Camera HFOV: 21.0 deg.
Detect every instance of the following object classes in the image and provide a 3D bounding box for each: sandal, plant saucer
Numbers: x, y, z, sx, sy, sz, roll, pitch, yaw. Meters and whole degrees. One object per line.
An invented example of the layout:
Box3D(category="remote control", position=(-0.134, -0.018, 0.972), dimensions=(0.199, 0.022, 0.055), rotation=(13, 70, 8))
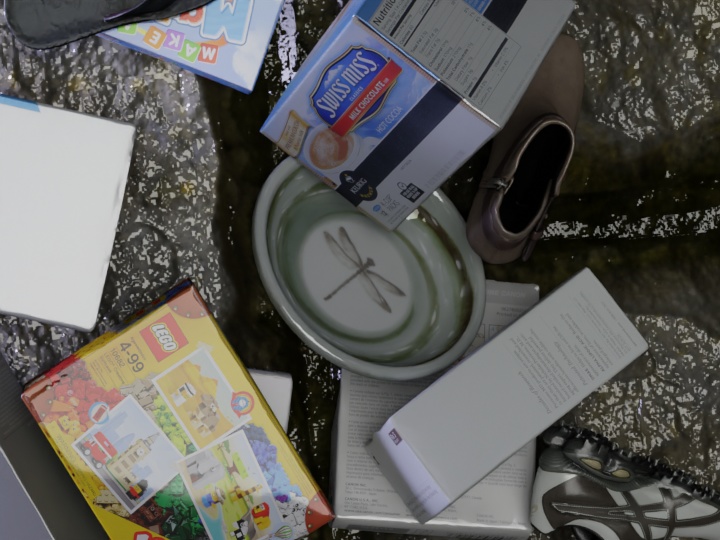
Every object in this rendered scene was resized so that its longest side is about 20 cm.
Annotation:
Box3D(category="sandal", position=(-0.167, -0.216, 1.440), dimensions=(0.199, 0.048, 0.076), rotation=(-25, 94, -5))
Box3D(category="plant saucer", position=(0.000, 0.000, 1.480), dimensions=(0.199, 0.050, 0.201), rotation=(15, 55, -23))

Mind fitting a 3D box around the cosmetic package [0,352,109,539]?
Box3D(category="cosmetic package", position=(-0.285, 0.149, 1.434), dimensions=(0.106, 0.090, 0.201), rotation=(-30, 92, 16))

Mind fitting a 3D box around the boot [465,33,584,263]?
Box3D(category="boot", position=(0.135, -0.097, 1.473), dimensions=(0.070, 0.146, 0.201), rotation=(20, 85, -4))

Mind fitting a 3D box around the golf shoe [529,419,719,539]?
Box3D(category="golf shoe", position=(0.215, 0.191, 1.522), dimensions=(0.199, 0.078, 0.095), rotation=(23, 91, -21))

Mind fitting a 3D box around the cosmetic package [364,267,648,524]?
Box3D(category="cosmetic package", position=(0.107, 0.095, 1.459), dimensions=(0.200, 0.113, 0.081), rotation=(-38, 83, -15))

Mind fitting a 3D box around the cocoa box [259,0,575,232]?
Box3D(category="cocoa box", position=(0.037, -0.147, 1.417), dimensions=(0.131, 0.200, 0.134), rotation=(36, 60, -7))

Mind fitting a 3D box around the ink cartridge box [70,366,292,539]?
Box3D(category="ink cartridge box", position=(-0.144, 0.168, 1.489), dimensions=(0.161, 0.057, 0.202), rotation=(7, 85, -9))

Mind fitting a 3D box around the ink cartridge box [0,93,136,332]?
Box3D(category="ink cartridge box", position=(-0.247, -0.043, 1.391), dimensions=(0.146, 0.200, 0.147), rotation=(12, 88, -9))

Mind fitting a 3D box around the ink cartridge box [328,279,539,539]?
Box3D(category="ink cartridge box", position=(0.059, 0.107, 1.529), dimensions=(0.160, 0.050, 0.202), rotation=(5, 72, -9))

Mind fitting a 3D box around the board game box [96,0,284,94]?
Box3D(category="board game box", position=(-0.119, -0.256, 1.489), dimensions=(0.150, 0.037, 0.201), rotation=(20, 89, -9))

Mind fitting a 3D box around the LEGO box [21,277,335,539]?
Box3D(category="LEGO box", position=(-0.134, 0.131, 1.429), dimensions=(0.148, 0.077, 0.201), rotation=(-32, 98, -4))
